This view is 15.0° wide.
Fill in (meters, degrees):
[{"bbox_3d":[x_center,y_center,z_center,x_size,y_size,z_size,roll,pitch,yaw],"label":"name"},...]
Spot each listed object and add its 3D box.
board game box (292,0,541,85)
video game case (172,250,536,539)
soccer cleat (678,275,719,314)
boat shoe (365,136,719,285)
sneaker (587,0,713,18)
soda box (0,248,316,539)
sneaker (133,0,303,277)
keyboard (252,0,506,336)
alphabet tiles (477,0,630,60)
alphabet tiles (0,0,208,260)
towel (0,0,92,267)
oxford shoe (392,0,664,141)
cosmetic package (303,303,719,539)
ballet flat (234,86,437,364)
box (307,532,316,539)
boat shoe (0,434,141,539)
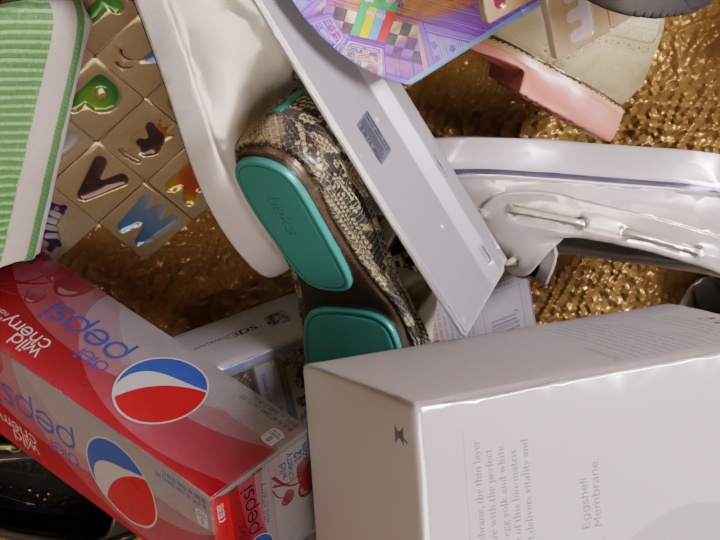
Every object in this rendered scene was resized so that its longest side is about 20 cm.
[{"bbox_3d":[0.052,-0.178,1.197,0.200,0.039,0.158,-32,114,-17],"label":"board game box"},{"bbox_3d":[0.008,0.092,1.394,0.181,0.045,0.201,-21,125,-14],"label":"video game case"},{"bbox_3d":[0.204,0.041,1.404,0.085,0.069,0.201,-1,121,3],"label":"soccer cleat"},{"bbox_3d":[0.084,-0.026,1.317,0.199,0.072,0.066,3,83,-4],"label":"boat shoe"},{"bbox_3d":[0.170,-0.182,1.194,0.199,0.060,0.105,-21,130,-40],"label":"sneaker"},{"bbox_3d":[-0.111,0.068,1.296,0.063,0.200,0.070,-35,138,-31],"label":"soda box"},{"bbox_3d":[-0.044,-0.086,1.269,0.084,0.073,0.201,-15,123,6],"label":"sneaker"},{"bbox_3d":[0.008,-0.064,1.242,0.011,0.056,0.200,-15,116,40],"label":"keyboard"},{"bbox_3d":[0.120,-0.193,1.197,0.200,0.008,0.168,-31,125,-27],"label":"alphabet tiles"},{"bbox_3d":[-0.114,-0.093,1.303,0.200,0.006,0.166,-40,119,18],"label":"alphabet tiles"},{"bbox_3d":[-0.211,-0.049,1.235,0.200,0.023,0.153,-17,135,-44],"label":"towel"},{"bbox_3d":[0.054,-0.138,1.271,0.200,0.071,0.074,30,94,-28],"label":"oxford shoe"},{"bbox_3d":[0.091,0.132,1.234,0.199,0.123,0.200,-8,100,-26],"label":"cosmetic package"},{"bbox_3d":[0.000,0.000,1.278,0.068,0.075,0.201,8,132,36],"label":"ballet flat"},{"bbox_3d":[0.082,0.157,1.374,0.199,0.101,0.113,-6,119,-22],"label":"box"},{"bbox_3d":[-0.132,0.115,1.406,0.200,0.061,0.072,10,121,-14],"label":"boat shoe"}]
